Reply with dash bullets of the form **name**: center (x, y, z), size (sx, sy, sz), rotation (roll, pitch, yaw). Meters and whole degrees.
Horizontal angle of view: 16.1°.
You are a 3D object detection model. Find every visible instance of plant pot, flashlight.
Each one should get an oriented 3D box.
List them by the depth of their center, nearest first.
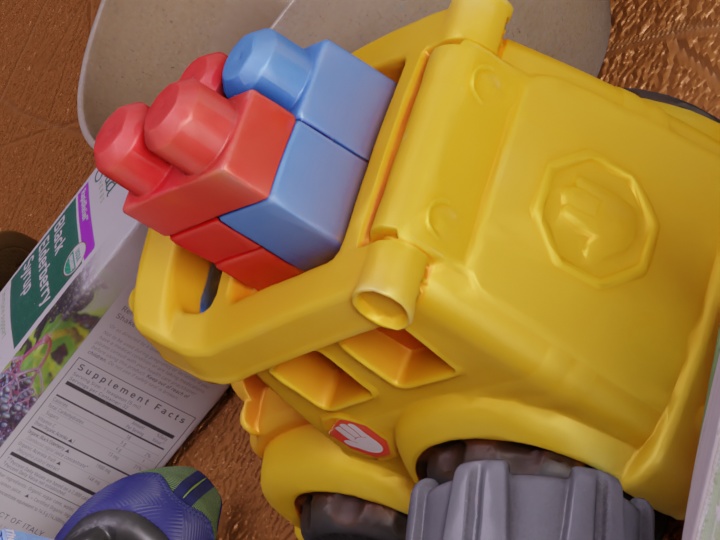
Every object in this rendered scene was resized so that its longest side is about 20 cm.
- **flashlight**: center (0.037, 0.151, 0.640), size (0.068, 0.068, 0.200), rotation (-6, 66, 25)
- **plant pot**: center (0.011, -0.098, 0.911), size (0.200, 0.134, 0.200), rotation (-44, 29, 32)

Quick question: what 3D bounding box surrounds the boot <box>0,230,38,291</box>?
- **boot**: center (-0.225, 0.087, 1.226), size (0.155, 0.072, 0.200), rotation (-28, 33, 48)

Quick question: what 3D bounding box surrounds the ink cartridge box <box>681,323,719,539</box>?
- **ink cartridge box**: center (0.092, 0.070, 0.583), size (0.146, 0.048, 0.200), rotation (87, -162, -62)

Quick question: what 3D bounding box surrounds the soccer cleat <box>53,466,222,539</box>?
- **soccer cleat**: center (-0.117, 0.151, 0.985), size (0.200, 0.065, 0.084), rotation (-49, -4, 30)

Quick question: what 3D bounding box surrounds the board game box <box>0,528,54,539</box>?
- **board game box**: center (-0.131, 0.206, 0.808), size (0.200, 0.037, 0.151), rotation (-60, 29, 25)

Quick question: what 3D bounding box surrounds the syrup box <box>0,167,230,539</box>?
- **syrup box**: center (-0.114, 0.042, 1.054), size (0.200, 0.081, 0.079), rotation (-51, 27, 20)

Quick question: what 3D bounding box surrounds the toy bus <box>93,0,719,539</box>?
- **toy bus**: center (0.000, 0.000, 0.756), size (0.200, 0.192, 0.136), rotation (-22, 45, 55)
